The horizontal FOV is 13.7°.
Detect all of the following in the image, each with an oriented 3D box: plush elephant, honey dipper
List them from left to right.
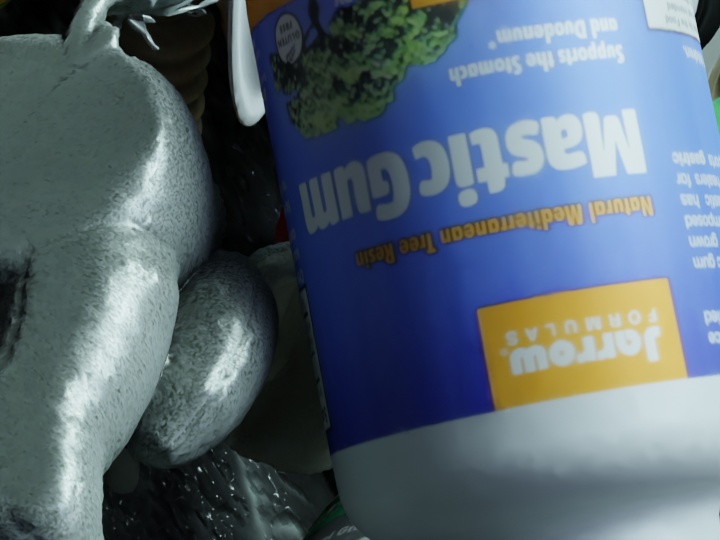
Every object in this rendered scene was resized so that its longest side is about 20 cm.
[{"bbox_3d":[-0.083,0.016,0.793,0.200,0.164,0.155,-58,155,-28],"label":"plush elephant"},{"bbox_3d":[-0.058,-0.124,0.937,0.038,0.200,0.038,6,39,-5],"label":"honey dipper"}]

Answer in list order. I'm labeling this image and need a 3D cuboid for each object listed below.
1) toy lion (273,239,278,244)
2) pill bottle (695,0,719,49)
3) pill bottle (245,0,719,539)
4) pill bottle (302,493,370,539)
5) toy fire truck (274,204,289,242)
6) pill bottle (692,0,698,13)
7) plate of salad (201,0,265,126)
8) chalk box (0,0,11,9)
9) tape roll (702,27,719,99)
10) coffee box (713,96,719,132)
[{"bbox_3d":[0.065,0.079,1.047,0.200,0.069,0.192,23,48,-46],"label":"toy lion"},{"bbox_3d":[0.060,-0.109,1.161,0.200,0.112,0.112,-15,72,-54],"label":"pill bottle"},{"bbox_3d":[0.041,0.006,0.748,0.112,0.112,0.201,2,75,-58],"label":"pill bottle"},{"bbox_3d":[0.021,0.120,0.860,0.113,0.113,0.200,52,26,-7],"label":"pill bottle"},{"bbox_3d":[0.000,0.000,0.913,0.200,0.049,0.141,27,27,19],"label":"toy fire truck"},{"bbox_3d":[0.061,-0.117,0.977,0.111,0.111,0.200,45,37,-19],"label":"pill bottle"},{"bbox_3d":[-0.023,-0.142,0.878,0.048,0.201,0.200,12,30,6],"label":"plate of salad"},{"bbox_3d":[-0.126,-0.159,0.839,0.124,0.200,0.125,29,37,-41],"label":"chalk box"},{"bbox_3d":[0.202,-0.076,1.282,0.203,0.202,0.071,49,27,-11],"label":"tape roll"},{"bbox_3d":[0.180,-0.021,1.185,0.123,0.200,0.044,65,5,18],"label":"coffee box"}]
